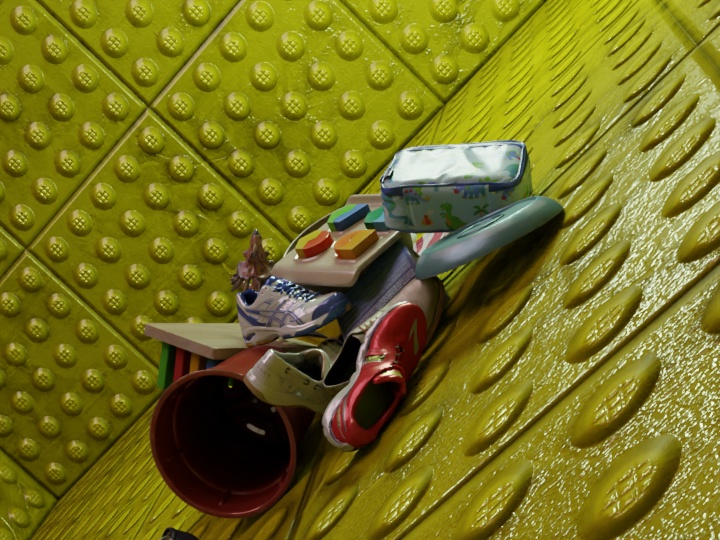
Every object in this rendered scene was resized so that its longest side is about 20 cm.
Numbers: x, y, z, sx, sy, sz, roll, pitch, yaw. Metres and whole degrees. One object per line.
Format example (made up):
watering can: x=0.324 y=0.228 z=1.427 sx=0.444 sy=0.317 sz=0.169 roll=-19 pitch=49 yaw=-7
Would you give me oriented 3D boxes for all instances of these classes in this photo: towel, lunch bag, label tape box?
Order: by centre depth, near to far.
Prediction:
label tape box: x=0.044 y=0.056 z=1.605 sx=0.143 sy=0.066 sz=0.200 roll=-46 pitch=24 yaw=9
lunch bag: x=0.131 y=-0.118 z=1.611 sx=0.198 sy=0.083 sz=0.161 roll=-1 pitch=27 yaw=17
towel: x=0.088 y=-0.020 z=1.949 sx=0.200 sy=0.023 sz=0.144 roll=-41 pitch=10 yaw=38

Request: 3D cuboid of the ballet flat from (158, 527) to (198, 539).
ballet flat: x=-0.279 y=0.415 z=1.585 sx=0.073 sy=0.073 sz=0.200 roll=-42 pitch=9 yaw=31

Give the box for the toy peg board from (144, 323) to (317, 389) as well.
toy peg board: x=-0.204 y=0.147 z=1.831 sx=0.198 sy=0.199 sz=0.099 roll=13 pitch=98 yaw=48

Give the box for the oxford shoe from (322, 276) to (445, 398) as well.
oxford shoe: x=0.031 y=0.083 z=1.461 sx=0.071 sy=0.074 sz=0.201 roll=33 pitch=87 yaw=38

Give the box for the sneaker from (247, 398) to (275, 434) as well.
sneaker: x=-0.170 y=0.216 z=1.822 sx=0.200 sy=0.115 sz=0.076 roll=-43 pitch=8 yaw=28

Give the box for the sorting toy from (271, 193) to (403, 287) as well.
sorting toy: x=-0.016 y=-0.052 z=1.700 sx=0.184 sy=0.037 sz=0.200 roll=2 pitch=38 yaw=47

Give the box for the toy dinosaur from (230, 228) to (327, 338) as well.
toy dinosaur: x=-0.131 y=0.043 z=1.783 sx=0.086 sy=0.201 sz=0.136 roll=-36 pitch=4 yaw=-2

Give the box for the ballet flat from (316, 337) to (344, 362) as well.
ballet flat: x=-0.034 y=0.132 z=1.677 sx=0.068 sy=0.067 sz=0.200 roll=-48 pitch=8 yaw=-5

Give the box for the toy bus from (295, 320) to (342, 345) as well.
toy bus: x=-0.118 y=0.131 z=1.999 sx=0.200 sy=0.135 sz=0.193 roll=-40 pitch=27 yaw=54

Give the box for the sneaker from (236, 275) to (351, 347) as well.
sneaker: x=-0.103 y=0.049 z=1.656 sx=0.199 sy=0.089 sz=0.075 roll=-16 pitch=4 yaw=37

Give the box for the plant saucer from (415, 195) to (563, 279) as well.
plant saucer: x=0.151 y=-0.045 z=1.444 sx=0.199 sy=0.028 sz=0.200 roll=-26 pitch=4 yaw=2

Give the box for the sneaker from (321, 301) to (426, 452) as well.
sneaker: x=0.033 y=0.123 z=1.369 sx=0.085 sy=0.077 sz=0.201 roll=-22 pitch=36 yaw=61

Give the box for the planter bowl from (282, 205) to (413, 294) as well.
planter bowl: x=0.000 y=0.000 z=1.790 sx=0.199 sy=0.135 sz=0.201 roll=-23 pitch=25 yaw=12

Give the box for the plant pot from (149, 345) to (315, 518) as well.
plant pot: x=-0.153 y=0.198 z=1.593 sx=0.201 sy=0.201 sz=0.195 roll=-44 pitch=0 yaw=20

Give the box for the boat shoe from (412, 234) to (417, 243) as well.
boat shoe: x=0.028 y=-0.016 z=2.090 sx=0.200 sy=0.067 sz=0.073 roll=-52 pitch=10 yaw=-35

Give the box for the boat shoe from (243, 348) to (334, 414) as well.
boat shoe: x=-0.059 y=0.134 z=1.494 sx=0.199 sy=0.071 sz=0.070 roll=12 pitch=-66 yaw=-55
